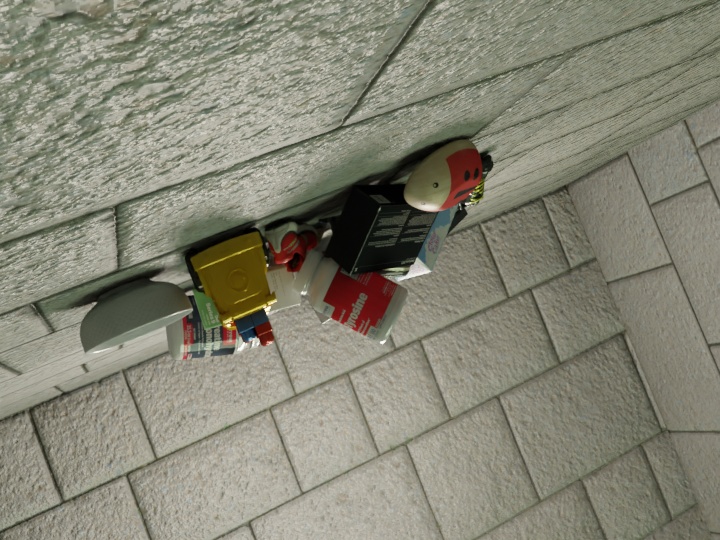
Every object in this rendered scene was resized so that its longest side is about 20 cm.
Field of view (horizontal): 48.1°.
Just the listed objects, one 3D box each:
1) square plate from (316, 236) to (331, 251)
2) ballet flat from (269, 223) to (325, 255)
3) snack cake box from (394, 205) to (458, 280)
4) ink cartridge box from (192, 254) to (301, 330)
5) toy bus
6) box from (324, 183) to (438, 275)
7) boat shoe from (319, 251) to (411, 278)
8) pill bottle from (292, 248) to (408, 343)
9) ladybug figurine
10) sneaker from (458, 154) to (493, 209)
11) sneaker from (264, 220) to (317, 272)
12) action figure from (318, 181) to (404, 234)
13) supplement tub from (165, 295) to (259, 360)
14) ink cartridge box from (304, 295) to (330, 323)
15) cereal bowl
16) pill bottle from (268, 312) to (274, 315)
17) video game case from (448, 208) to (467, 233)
[{"bbox_3d":[-0.160,-0.008,1.824,0.195,0.029,0.200,-20,-161,31],"label":"square plate"},{"bbox_3d":[-0.146,-0.031,1.715,0.198,0.066,0.070,-26,171,29],"label":"ballet flat"},{"bbox_3d":[0.127,-0.086,1.710,0.114,0.067,0.202,-15,-137,50],"label":"snack cake box"},{"bbox_3d":[-0.217,0.035,1.591,0.196,0.089,0.145,-17,-167,0],"label":"ink cartridge box"},{"bbox_3d":[-0.206,0.042,1.389,0.134,0.195,0.200,-23,178,-13],"label":"toy bus"},{"bbox_3d":[0.045,-0.079,1.476,0.198,0.078,0.143,-8,128,-51],"label":"box"},{"bbox_3d":[0.000,0.000,1.575,0.195,0.066,0.072,0,-154,-10],"label":"boat shoe"},{"bbox_3d":[-0.020,0.042,1.484,0.114,0.197,0.112,-63,179,-3],"label":"pill bottle"},{"bbox_3d":[0.154,-0.160,1.409,0.199,0.072,0.137,-28,157,-46],"label":"ladybug figurine"},{"bbox_3d":[0.252,-0.192,1.775,0.073,0.086,0.200,-23,177,-13],"label":"sneaker"},{"bbox_3d":[-0.128,-0.039,1.501,0.075,0.087,0.200,-14,177,15],"label":"sneaker"},{"bbox_3d":[0.020,-0.118,1.588,0.191,0.105,0.202,-28,148,-15],"label":"action figure"},{"bbox_3d":[-0.337,0.124,1.831,0.196,0.144,0.140,-4,170,-21],"label":"supplement tub"},{"bbox_3d":[-0.059,0.026,1.734,0.174,0.085,0.200,-31,-167,12],"label":"ink cartridge box"},{"bbox_3d":[-0.399,0.070,1.413,0.197,0.085,0.200,-23,176,-2],"label":"cereal bowl"},{"bbox_3d":[-0.265,0.065,2.016,0.198,0.114,0.111,-21,176,-42],"label":"pill bottle"},{"bbox_3d":[0.147,-0.093,2.007,0.200,0.026,0.180,-44,-154,-17],"label":"video game case"}]
